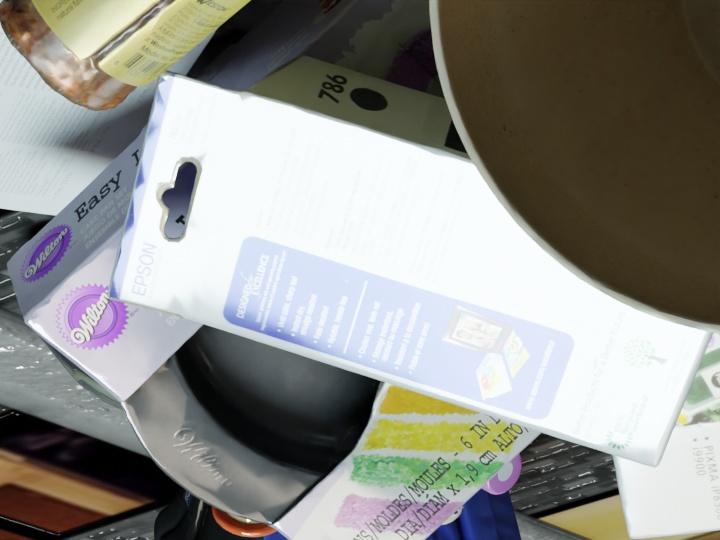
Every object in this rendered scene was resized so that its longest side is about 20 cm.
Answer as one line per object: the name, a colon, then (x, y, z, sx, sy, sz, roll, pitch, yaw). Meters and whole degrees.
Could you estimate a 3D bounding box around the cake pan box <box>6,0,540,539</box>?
cake pan box: (0.000, 0.000, 1.043, 0.200, 0.052, 0.184, -42, 116, 9)

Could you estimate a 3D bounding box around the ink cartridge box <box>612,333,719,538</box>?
ink cartridge box: (0.185, 0.029, 1.014, 0.200, 0.050, 0.109, -7, 121, 12)

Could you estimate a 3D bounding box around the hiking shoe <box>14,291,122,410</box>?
hiking shoe: (-0.074, 0.023, 1.178, 0.200, 0.076, 0.101, 30, 161, 32)

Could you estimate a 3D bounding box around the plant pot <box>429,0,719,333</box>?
plant pot: (0.134, -0.087, 0.893, 0.200, 0.201, 0.134, -12, -177, 17)

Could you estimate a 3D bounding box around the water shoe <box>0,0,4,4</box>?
water shoe: (-0.123, -0.127, 0.860, 0.079, 0.072, 0.200, 35, 111, -27)

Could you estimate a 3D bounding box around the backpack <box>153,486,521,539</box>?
backpack: (-0.016, 0.163, 1.472, 0.168, 0.163, 0.200, 2, 155, -20)

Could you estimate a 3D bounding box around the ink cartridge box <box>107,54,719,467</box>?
ink cartridge box: (0.022, -0.008, 0.963, 0.200, 0.039, 0.100, 18, 126, -1)

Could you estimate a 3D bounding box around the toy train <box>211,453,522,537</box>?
toy train: (-0.005, 0.074, 1.288, 0.200, 0.150, 0.056, 1, 112, -18)

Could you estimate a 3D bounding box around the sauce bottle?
sauce bottle: (-0.025, -0.129, 0.881, 0.200, 0.066, 0.066, -35, 145, 20)

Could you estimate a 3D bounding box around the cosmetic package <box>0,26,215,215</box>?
cosmetic package: (-0.141, -0.088, 1.019, 0.151, 0.052, 0.200, 4, 154, -22)
